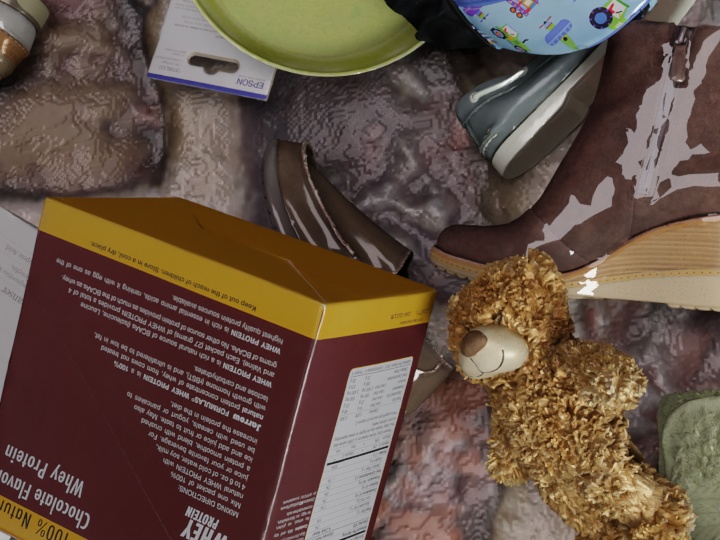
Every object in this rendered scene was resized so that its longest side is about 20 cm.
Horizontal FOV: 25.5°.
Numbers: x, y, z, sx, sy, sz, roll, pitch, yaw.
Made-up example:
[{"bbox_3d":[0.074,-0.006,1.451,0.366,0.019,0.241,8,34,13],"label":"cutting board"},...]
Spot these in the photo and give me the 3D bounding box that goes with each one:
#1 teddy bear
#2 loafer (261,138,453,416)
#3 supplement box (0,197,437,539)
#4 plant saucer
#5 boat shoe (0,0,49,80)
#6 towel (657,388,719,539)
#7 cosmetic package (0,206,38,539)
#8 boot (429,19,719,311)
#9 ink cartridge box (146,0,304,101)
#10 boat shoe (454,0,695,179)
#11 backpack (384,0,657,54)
[{"bbox_3d":[0.112,0.090,0.897,0.067,0.145,0.200,-30,107,-24],"label":"teddy bear"},{"bbox_3d":[0.000,0.000,1.005,0.071,0.073,0.200,-26,79,5],"label":"loafer"},{"bbox_3d":[-0.092,0.079,0.932,0.197,0.133,0.200,20,102,27],"label":"supplement box"},{"bbox_3d":[-0.025,-0.222,1.061,0.200,0.031,0.200,1,79,-6],"label":"plant saucer"},{"bbox_3d":[-0.327,-0.194,1.156,0.200,0.075,0.068,20,76,21],"label":"boat shoe"},{"bbox_3d":[0.254,0.131,0.864,0.200,0.036,0.148,-9,82,34],"label":"towel"},{"bbox_3d":[-0.240,0.072,1.050,0.113,0.081,0.200,29,84,21],"label":"cosmetic package"},{"bbox_3d":[0.144,-0.065,0.952,0.200,0.072,0.166,5,91,19],"label":"boot"},{"bbox_3d":[-0.073,-0.212,1.102,0.095,0.037,0.200,13,77,20],"label":"ink cartridge box"},{"bbox_3d":[0.141,-0.148,0.996,0.200,0.073,0.062,-46,71,7],"label":"boat shoe"},{"bbox_3d":[0.108,-0.220,0.947,0.183,0.135,0.200,-56,32,-9],"label":"backpack"}]
